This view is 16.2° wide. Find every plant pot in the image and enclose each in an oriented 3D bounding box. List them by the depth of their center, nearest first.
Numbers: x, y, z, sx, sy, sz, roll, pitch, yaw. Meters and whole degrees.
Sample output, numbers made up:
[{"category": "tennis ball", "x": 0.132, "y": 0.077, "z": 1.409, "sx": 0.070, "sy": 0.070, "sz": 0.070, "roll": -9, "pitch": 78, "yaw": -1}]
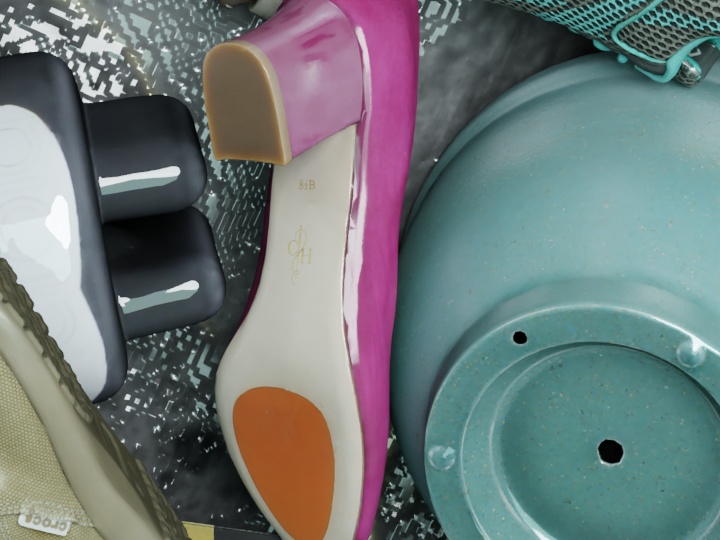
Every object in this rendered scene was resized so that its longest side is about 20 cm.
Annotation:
[{"category": "plant pot", "x": 0.092, "y": 0.040, "z": 0.851, "sx": 0.199, "sy": 0.134, "sz": 0.201, "roll": 6, "pitch": 114, "yaw": 15}]

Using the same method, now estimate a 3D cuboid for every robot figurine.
[{"category": "robot figurine", "x": -0.149, "y": -0.006, "z": 0.856, "sx": 0.199, "sy": 0.125, "sz": 0.151, "roll": -11, "pitch": 74, "yaw": -5}]

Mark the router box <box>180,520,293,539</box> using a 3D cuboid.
[{"category": "router box", "x": -0.100, "y": 0.181, "z": 0.853, "sx": 0.157, "sy": 0.052, "sz": 0.201, "roll": 10, "pitch": 77, "yaw": -23}]

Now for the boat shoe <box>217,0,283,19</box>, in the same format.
[{"category": "boat shoe", "x": -0.027, "y": -0.143, "z": 0.812, "sx": 0.059, "sy": 0.200, "sz": 0.072, "roll": 21, "pitch": 69, "yaw": -7}]

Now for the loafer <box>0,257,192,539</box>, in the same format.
[{"category": "loafer", "x": -0.113, "y": 0.055, "z": 0.776, "sx": 0.067, "sy": 0.076, "sz": 0.200, "roll": -32, "pitch": 114, "yaw": -2}]

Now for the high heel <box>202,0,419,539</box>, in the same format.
[{"category": "high heel", "x": 0.000, "y": 0.000, "z": 0.850, "sx": 0.067, "sy": 0.096, "sz": 0.201, "roll": 16, "pitch": 122, "yaw": 33}]

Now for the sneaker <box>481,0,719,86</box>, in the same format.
[{"category": "sneaker", "x": 0.083, "y": -0.099, "z": 0.836, "sx": 0.078, "sy": 0.200, "sz": 0.091, "roll": -43, "pitch": 116, "yaw": -28}]
